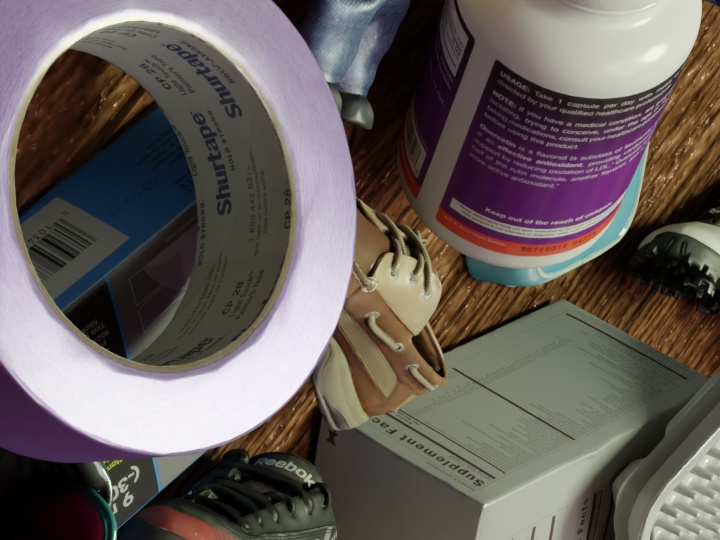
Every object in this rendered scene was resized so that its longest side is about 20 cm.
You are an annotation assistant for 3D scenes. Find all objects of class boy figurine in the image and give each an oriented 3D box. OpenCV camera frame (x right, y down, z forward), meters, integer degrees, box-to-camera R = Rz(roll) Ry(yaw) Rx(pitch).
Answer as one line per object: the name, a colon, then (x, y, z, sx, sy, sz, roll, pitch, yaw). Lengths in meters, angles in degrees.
boy figurine: (0.013, -0.163, 1.232, 0.200, 0.064, 0.124, -67, 158, 6)

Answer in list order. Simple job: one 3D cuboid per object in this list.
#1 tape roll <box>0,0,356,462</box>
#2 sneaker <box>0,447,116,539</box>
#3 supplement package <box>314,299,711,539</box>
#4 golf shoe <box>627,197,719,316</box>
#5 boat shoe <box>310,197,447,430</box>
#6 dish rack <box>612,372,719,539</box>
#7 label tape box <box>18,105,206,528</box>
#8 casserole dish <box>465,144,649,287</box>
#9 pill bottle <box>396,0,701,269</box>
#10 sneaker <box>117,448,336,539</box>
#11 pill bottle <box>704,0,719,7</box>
tape roll: (-0.097, -0.027, 1.100, 0.200, 0.066, 0.201, 6, 81, -40)
sneaker: (-0.151, 0.110, 1.162, 0.084, 0.121, 0.200, -43, 143, -27)
supplement package: (0.077, 0.110, 1.480, 0.200, 0.114, 0.110, -22, 131, -44)
golf shoe: (0.214, -0.019, 1.619, 0.200, 0.078, 0.095, 18, 93, -66)
boat shoe: (0.000, 0.000, 1.312, 0.072, 0.076, 0.200, -12, 147, 4)
dish rack: (0.192, 0.129, 1.509, 0.172, 0.044, 0.200, -43, 144, -25)
label tape box: (-0.098, 0.048, 1.242, 0.144, 0.063, 0.200, -41, 142, -29)
casserole dish: (0.110, -0.074, 1.461, 0.121, 0.039, 0.200, -26, 134, -41)
pill bottle: (0.088, -0.096, 1.294, 0.112, 0.112, 0.200, -38, 162, -31)
sneaker: (-0.061, 0.124, 1.327, 0.098, 0.071, 0.200, -64, 161, -6)
pill bottle: (0.245, -0.165, 1.426, 0.111, 0.200, 0.111, -34, 138, -36)
